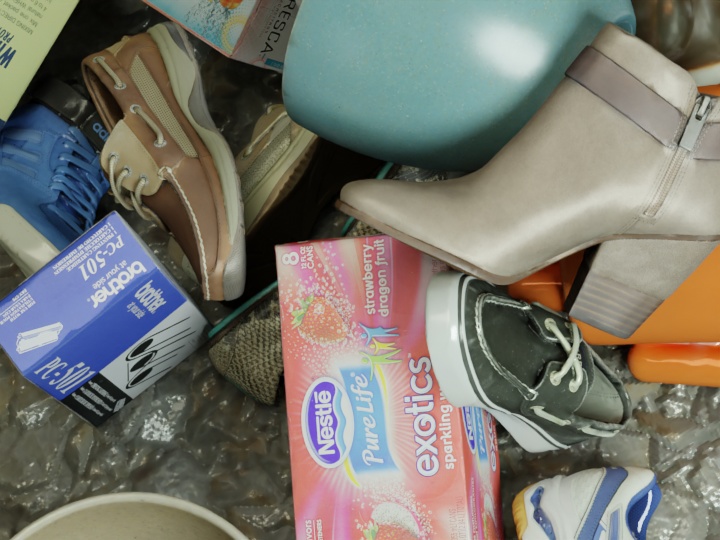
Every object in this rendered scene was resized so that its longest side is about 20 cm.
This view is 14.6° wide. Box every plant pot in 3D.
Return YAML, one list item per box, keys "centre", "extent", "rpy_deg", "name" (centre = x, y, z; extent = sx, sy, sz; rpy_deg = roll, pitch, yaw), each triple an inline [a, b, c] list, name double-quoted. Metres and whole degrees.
- centre: [0.070, -0.132, 1.522]
  extent: [0.134, 0.200, 0.201]
  rpy_deg: [32, 80, 17]
  name: "plant pot"

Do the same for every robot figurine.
- centre: [0.180, -0.019, 1.545]
  extent: [0.199, 0.117, 0.145]
  rpy_deg: [-2, 69, 14]
  name: "robot figurine"

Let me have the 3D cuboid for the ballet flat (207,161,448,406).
- centre: [0.000, 0.000, 1.626]
  extent: [0.075, 0.068, 0.200]
  rpy_deg: [44, 91, 4]
  name: "ballet flat"

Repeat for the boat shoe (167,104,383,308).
- centre: [-0.037, -0.072, 1.655]
  extent: [0.065, 0.072, 0.200]
  rpy_deg: [37, 88, 34]
  name: "boat shoe"

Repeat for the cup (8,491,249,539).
- centre: [-0.111, 0.236, 1.509]
  extent: [0.199, 0.143, 0.202]
  rpy_deg: [-5, 67, 13]
  name: "cup"

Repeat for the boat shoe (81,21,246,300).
- centre: [-0.113, -0.057, 1.600]
  extent: [0.071, 0.076, 0.201]
  rpy_deg: [-12, 47, -11]
  name: "boat shoe"

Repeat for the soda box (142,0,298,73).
- centre: [-0.109, -0.191, 1.695]
  extent: [0.200, 0.068, 0.064]
  rpy_deg: [36, 105, 36]
  name: "soda box"

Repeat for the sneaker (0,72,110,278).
- centre: [-0.172, -0.056, 1.650]
  extent: [0.111, 0.077, 0.200]
  rpy_deg: [-38, 27, -4]
  name: "sneaker"

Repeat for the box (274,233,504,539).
- centre: [0.017, 0.082, 1.533]
  extent: [0.102, 0.095, 0.202]
  rpy_deg: [-5, 85, 14]
  name: "box"

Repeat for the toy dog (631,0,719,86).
- centre: [0.161, -0.195, 1.613]
  extent: [0.193, 0.140, 0.201]
  rpy_deg: [-31, 66, 2]
  name: "toy dog"

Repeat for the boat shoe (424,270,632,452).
- centre: [0.092, 0.046, 1.494]
  extent: [0.063, 0.200, 0.071]
  rpy_deg: [-7, 71, 23]
  name: "boat shoe"

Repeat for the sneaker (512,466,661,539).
- centre: [0.145, 0.195, 1.492]
  extent: [0.088, 0.075, 0.201]
  rpy_deg: [-18, 66, 8]
  name: "sneaker"

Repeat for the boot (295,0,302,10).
- centre: [0.029, -0.234, 1.611]
  extent: [0.095, 0.073, 0.201]
  rpy_deg: [14, 87, 37]
  name: "boot"

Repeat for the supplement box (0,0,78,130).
- centre: [-0.265, -0.214, 1.626]
  extent: [0.134, 0.200, 0.201]
  rpy_deg: [29, 87, 45]
  name: "supplement box"

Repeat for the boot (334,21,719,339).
- centre: [0.104, -0.058, 1.446]
  extent: [0.199, 0.070, 0.147]
  rpy_deg: [22, 100, -17]
  name: "boot"

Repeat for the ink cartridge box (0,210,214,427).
- centre: [-0.143, 0.031, 1.568]
  extent: [0.094, 0.200, 0.044]
  rpy_deg: [-38, 77, -2]
  name: "ink cartridge box"
